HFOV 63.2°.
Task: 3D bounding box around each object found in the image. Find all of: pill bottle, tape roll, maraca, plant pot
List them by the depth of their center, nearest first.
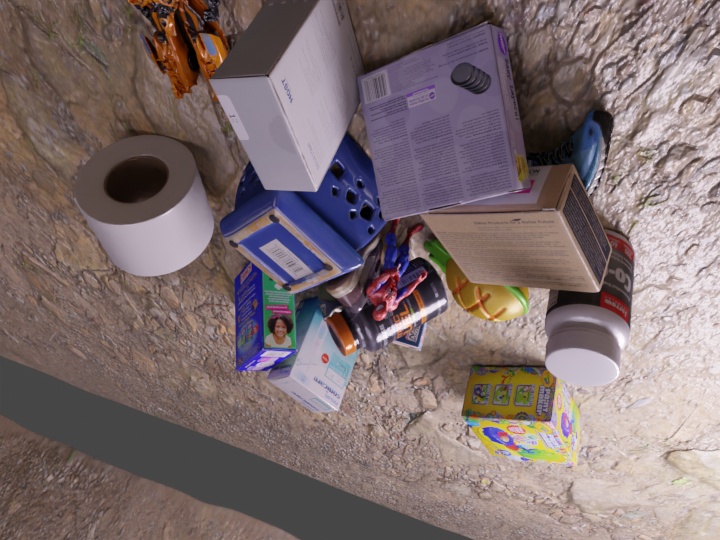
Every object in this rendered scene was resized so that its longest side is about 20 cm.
[{"bbox_3d":[0.323,0.050,0.827,0.112,0.202,0.115,15,146,10],"label":"pill bottle"},{"bbox_3d":[-0.085,-0.087,0.894,0.200,0.181,0.199,42,141,-25],"label":"plant pot"},{"bbox_3d":[0.185,0.011,0.948,0.199,0.107,0.138,33,165,30],"label":"maraca"},{"bbox_3d":[0.041,0.067,0.987,0.107,0.198,0.107,55,164,25],"label":"pill bottle"},{"bbox_3d":[-0.365,-0.112,1.008,0.199,0.205,0.140,15,147,11],"label":"tape roll"}]

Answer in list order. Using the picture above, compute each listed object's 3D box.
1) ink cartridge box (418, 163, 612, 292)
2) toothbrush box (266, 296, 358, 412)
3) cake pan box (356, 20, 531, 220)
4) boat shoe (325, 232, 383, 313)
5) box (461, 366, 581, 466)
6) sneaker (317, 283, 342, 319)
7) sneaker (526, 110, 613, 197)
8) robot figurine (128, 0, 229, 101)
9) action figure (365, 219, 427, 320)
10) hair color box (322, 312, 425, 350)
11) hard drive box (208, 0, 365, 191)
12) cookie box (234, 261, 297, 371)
[{"bbox_3d":[0.202,-0.052,0.763,0.198,0.076,0.165,5,147,44],"label":"ink cartridge box"},{"bbox_3d":[-0.090,0.179,1.251,0.085,0.202,0.146,-17,130,45],"label":"toothbrush box"},{"bbox_3d":[0.092,-0.168,0.705,0.198,0.052,0.188,-10,92,38],"label":"cake pan box"},{"bbox_3d":[0.000,0.000,0.949,0.071,0.201,0.065,-22,110,23],"label":"boat shoe"},{"bbox_3d":[0.347,0.308,1.246,0.190,0.123,0.201,-7,137,35],"label":"box"},{"bbox_3d":[0.009,0.065,1.076,0.197,0.091,0.067,12,158,-27],"label":"sneaker"},{"bbox_3d":[0.248,-0.123,0.745,0.089,0.079,0.201,24,146,4],"label":"sneaker"},{"bbox_3d":[-0.239,-0.322,0.769,0.143,0.059,0.201,8,144,20],"label":"robot figurine"},{"bbox_3d":[0.066,-0.015,0.889,0.065,0.202,0.099,35,143,-21],"label":"action figure"},{"bbox_3d":[0.032,0.103,1.170,0.197,0.062,0.100,15,172,12],"label":"hair color box"},{"bbox_3d":[-0.071,-0.220,0.685,0.076,0.202,0.157,5,143,23],"label":"hard drive box"},{"bbox_3d":[-0.193,0.083,1.173,0.074,0.203,0.171,6,156,-28],"label":"cookie box"}]
